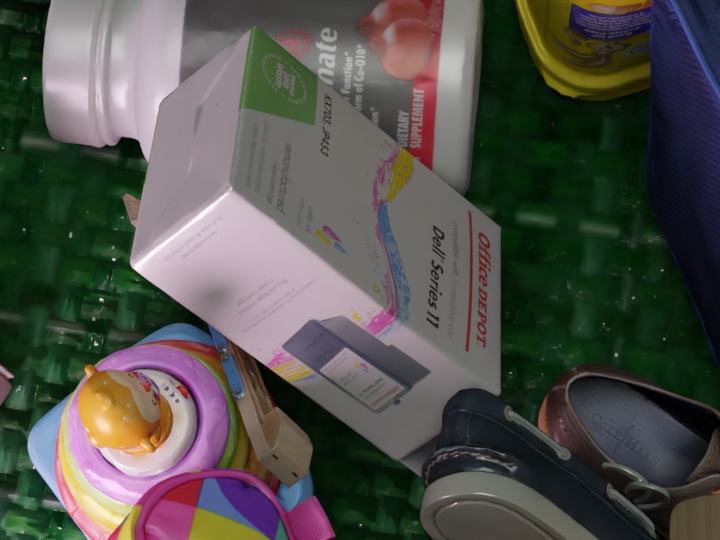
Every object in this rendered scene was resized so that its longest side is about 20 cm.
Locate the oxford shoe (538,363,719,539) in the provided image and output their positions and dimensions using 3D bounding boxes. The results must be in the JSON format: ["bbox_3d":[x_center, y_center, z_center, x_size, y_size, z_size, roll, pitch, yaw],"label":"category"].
[{"bbox_3d":[0.171,0.106,1.017,0.200,0.073,0.071,26,79,8],"label":"oxford shoe"}]

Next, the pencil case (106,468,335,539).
[{"bbox_3d":[-0.088,0.162,0.959,0.088,0.200,0.088,17,50,-21],"label":"pencil case"}]

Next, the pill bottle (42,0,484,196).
[{"bbox_3d":[-0.044,-0.094,1.055,0.200,0.111,0.111,4,77,4],"label":"pill bottle"}]

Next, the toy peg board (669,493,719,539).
[{"bbox_3d":[0.230,0.185,0.889,0.098,0.199,0.200,20,64,-38],"label":"toy peg board"}]

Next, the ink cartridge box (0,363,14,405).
[{"bbox_3d":[-0.258,0.097,1.004,0.084,0.146,0.200,31,79,11],"label":"ink cartridge box"}]

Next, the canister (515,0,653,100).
[{"bbox_3d":[0.147,-0.158,1.014,0.148,0.200,0.087,-19,77,-2],"label":"canister"}]

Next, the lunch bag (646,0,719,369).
[{"bbox_3d":[0.210,-0.046,0.991,0.132,0.200,0.136,-16,58,-4],"label":"lunch bag"}]

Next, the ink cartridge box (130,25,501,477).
[{"bbox_3d":[0.000,0.000,0.980,0.067,0.200,0.117,-36,31,30],"label":"ink cartridge box"}]

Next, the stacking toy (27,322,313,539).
[{"bbox_3d":[-0.092,0.071,0.973,0.110,0.200,0.116,-37,77,-5],"label":"stacking toy"}]

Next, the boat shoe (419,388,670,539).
[{"bbox_3d":[0.097,0.118,0.979,0.075,0.200,0.062,-22,46,39],"label":"boat shoe"}]

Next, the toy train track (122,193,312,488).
[{"bbox_3d":[-0.051,0.020,1.004,0.033,0.115,0.200,-37,37,9],"label":"toy train track"}]
